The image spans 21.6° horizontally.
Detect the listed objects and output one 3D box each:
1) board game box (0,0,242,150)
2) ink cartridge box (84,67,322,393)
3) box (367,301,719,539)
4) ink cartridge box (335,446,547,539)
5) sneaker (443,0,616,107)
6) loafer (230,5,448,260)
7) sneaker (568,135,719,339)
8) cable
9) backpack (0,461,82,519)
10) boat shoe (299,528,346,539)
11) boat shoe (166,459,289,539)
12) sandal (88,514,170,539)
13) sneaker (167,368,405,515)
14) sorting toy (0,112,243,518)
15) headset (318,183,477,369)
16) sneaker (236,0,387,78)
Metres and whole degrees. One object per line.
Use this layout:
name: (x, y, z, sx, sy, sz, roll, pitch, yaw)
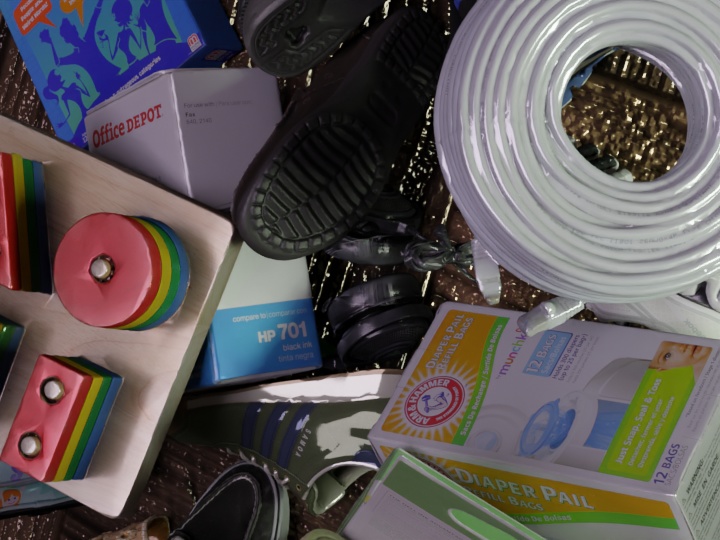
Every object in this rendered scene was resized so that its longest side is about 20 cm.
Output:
board game box: (-0.186, -0.202, 1.344, 0.152, 0.045, 0.200, -36, 72, 31)
ink cartridge box: (-0.107, -0.022, 1.246, 0.146, 0.086, 0.200, -15, 82, 59)
box: (0.123, 0.100, 1.084, 0.200, 0.113, 0.101, 8, 142, 35)
ink cartridge box: (0.069, 0.152, 1.041, 0.145, 0.048, 0.200, 31, 153, 2)
sneaker: (0.119, -0.158, 1.092, 0.199, 0.115, 0.081, -44, 70, 28)
loafer: (-0.017, -0.081, 1.175, 0.071, 0.200, 0.073, -7, 127, 53)
sneaker: (0.145, -0.014, 1.112, 0.200, 0.075, 0.081, 39, 122, 27)
cable: (0.139, -0.083, 1.019, 0.200, 0.069, 0.200, -19, 88, -6)
backpack: (-0.245, 0.069, 1.312, 0.151, 0.177, 0.200, -23, 75, 53)
boat shoe: (0.022, 0.235, 1.086, 0.200, 0.075, 0.068, 44, 118, -5)
boat shoe: (-0.108, 0.210, 1.247, 0.071, 0.064, 0.200, 16, 67, 22)
sandal: (-0.142, 0.209, 1.336, 0.212, 0.078, 0.070, 12, 68, 27)
sneaker: (-0.044, 0.118, 1.244, 0.200, 0.067, 0.090, -9, 84, 29)
sorting toy: (-0.201, 0.023, 1.163, 0.200, 0.070, 0.199, 24, 95, 22)
headset: (0.000, 0.000, 1.196, 0.200, 0.094, 0.124, -7, 89, 46)
sneaker: (0.002, -0.214, 1.191, 0.199, 0.076, 0.114, -37, 39, 10)
